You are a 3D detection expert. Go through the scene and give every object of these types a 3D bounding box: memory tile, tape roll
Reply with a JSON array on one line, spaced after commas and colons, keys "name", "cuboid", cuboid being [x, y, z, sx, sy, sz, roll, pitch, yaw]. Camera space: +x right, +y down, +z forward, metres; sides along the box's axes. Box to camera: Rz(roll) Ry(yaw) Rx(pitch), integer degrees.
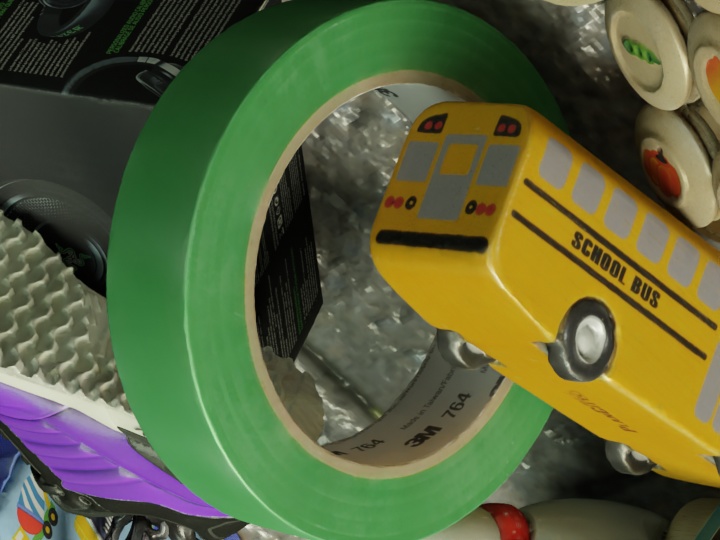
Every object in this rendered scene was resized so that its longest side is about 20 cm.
[{"name": "memory tile", "cuboid": [0.140, -0.057, 0.839, 0.200, 0.017, 0.154, 36, 147, 55]}, {"name": "tape roll", "cuboid": [0.000, 0.000, 0.918, 0.048, 0.200, 0.201, 8, 137, 46]}]

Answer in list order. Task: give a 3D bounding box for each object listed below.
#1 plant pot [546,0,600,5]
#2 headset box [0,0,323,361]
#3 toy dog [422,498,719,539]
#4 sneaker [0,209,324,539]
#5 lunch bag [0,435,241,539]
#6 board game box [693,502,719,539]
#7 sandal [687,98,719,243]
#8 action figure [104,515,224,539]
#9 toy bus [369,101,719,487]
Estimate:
[{"name": "plant pot", "cuboid": [0.024, -0.177, 0.780, 0.187, 0.188, 0.200, -22, 132, 38]}, {"name": "headset box", "cuboid": [-0.130, -0.036, 1.021, 0.200, 0.093, 0.174, 9, 133, 17]}, {"name": "toy dog", "cuboid": [0.077, 0.142, 1.032, 0.200, 0.097, 0.132, 2, 173, -25]}, {"name": "sneaker", "cuboid": [-0.120, 0.050, 0.979, 0.200, 0.070, 0.100, 27, 138, 1]}, {"name": "lunch bag", "cuboid": [-0.132, 0.122, 1.127, 0.094, 0.151, 0.200, 3, 132, 22]}, {"name": "board game box", "cuboid": [0.182, 0.165, 0.991, 0.151, 0.200, 0.047, 49, 156, -22]}, {"name": "sandal", "cuboid": [0.172, -0.052, 0.883, 0.078, 0.070, 0.212, 30, 136, -13]}, {"name": "action figure", "cuboid": [-0.026, 0.163, 1.085, 0.200, 0.119, 0.102, 30, 125, -12]}, {"name": "toy bus", "cuboid": [0.091, 0.017, 0.929, 0.065, 0.078, 0.200, 4, 159, 46]}]
